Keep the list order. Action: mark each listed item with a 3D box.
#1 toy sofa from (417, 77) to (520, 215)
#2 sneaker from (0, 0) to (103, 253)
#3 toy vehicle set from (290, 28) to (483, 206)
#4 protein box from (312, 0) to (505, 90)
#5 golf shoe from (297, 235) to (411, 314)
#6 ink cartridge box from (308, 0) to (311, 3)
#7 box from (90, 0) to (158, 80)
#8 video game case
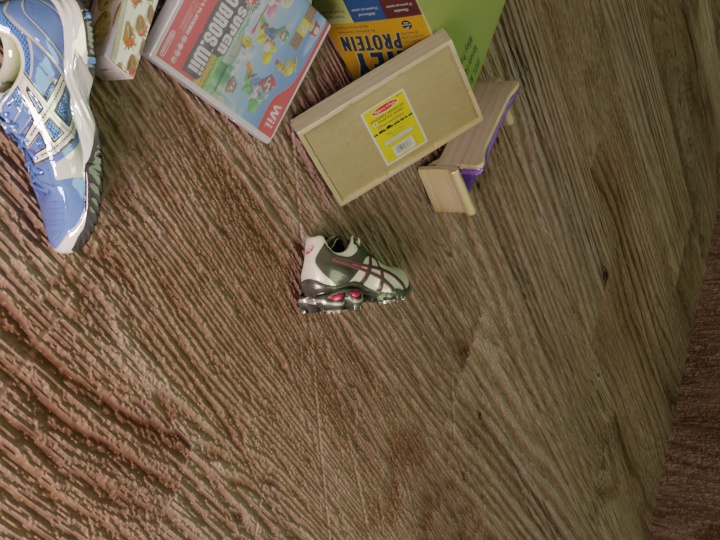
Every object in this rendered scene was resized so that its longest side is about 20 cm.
[{"bbox_3d":[0.165,-0.177,1.442,0.202,0.096,0.083,-64,142,-34],"label":"toy sofa"},{"bbox_3d":[-0.247,-0.113,0.792,0.076,0.075,0.204,-11,104,-35],"label":"sneaker"},{"bbox_3d":[0.033,-0.169,1.155,0.125,0.198,0.027,58,2,-45],"label":"toy vehicle set"},{"bbox_3d":[0.062,-0.329,1.213,0.201,0.133,0.201,56,47,-45],"label":"protein box"},{"bbox_3d":[0.000,0.000,1.206,0.199,0.076,0.090,-6,92,-59],"label":"golf shoe"},{"bbox_3d":[-0.111,-0.368,1.007,0.172,0.043,0.204,-1,94,-53],"label":"ink cartridge box"},{"bbox_3d":[-0.193,-0.262,0.881,0.039,0.041,0.204,37,63,-54],"label":"box"},{"bbox_3d":[-0.114,-0.227,0.993,0.145,0.017,0.199,-62,147,-2],"label":"video game case"}]
